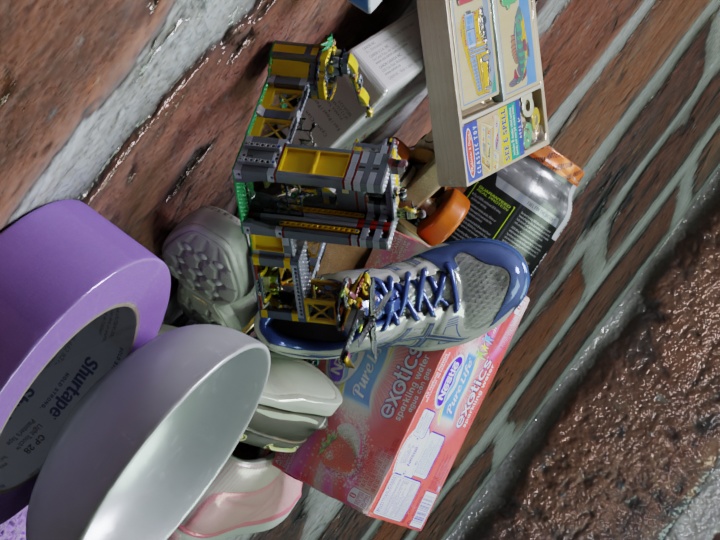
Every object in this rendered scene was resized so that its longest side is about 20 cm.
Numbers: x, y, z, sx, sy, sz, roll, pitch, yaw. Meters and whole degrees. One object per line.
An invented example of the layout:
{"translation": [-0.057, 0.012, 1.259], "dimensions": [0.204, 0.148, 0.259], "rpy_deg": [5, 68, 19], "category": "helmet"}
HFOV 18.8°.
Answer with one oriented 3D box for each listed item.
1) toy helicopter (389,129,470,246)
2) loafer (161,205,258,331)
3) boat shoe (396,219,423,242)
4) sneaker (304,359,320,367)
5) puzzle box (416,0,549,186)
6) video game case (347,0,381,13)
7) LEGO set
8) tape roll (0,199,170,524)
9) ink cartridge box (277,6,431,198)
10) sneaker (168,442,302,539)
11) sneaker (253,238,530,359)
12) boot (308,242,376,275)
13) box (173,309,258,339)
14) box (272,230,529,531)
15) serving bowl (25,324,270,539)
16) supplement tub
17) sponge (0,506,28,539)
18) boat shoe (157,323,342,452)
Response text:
{"translation": [0.046, -0.091, 1.707], "dimensions": [0.132, 0.079, 0.200], "rpy_deg": [-53, -168, -11], "category": "toy helicopter"}
{"translation": [-0.093, -0.010, 1.498], "dimensions": [0.070, 0.070, 0.200], "rpy_deg": [-56, 175, -15], "category": "loafer"}
{"translation": [0.025, -0.006, 1.818], "dimensions": [0.065, 0.073, 0.200], "rpy_deg": [-53, -177, -5], "category": "boat shoe"}
{"translation": [-0.037, 0.045, 1.763], "dimensions": [0.200, 0.091, 0.078], "rpy_deg": [-57, 169, 8], "category": "sneaker"}
{"translation": [0.086, -0.171, 1.546], "dimensions": [0.133, 0.025, 0.201], "rpy_deg": [-29, 116, -53], "category": "puzzle box"}
{"translation": [0.045, -0.281, 1.350], "dimensions": [0.181, 0.045, 0.200], "rpy_deg": [-51, 166, -19], "category": "video game case"}
{"translation": [-0.006, -0.049, 1.425], "dimensions": [0.154, 0.115, 0.201], "rpy_deg": [-69, 161, -49], "category": "LEGO set"}
{"translation": [-0.199, 0.058, 1.286], "dimensions": [0.200, 0.066, 0.200], "rpy_deg": [-51, 167, -16], "category": "tape roll"}
{"translation": [0.005, -0.126, 1.595], "dimensions": [0.176, 0.045, 0.200], "rpy_deg": [-44, 176, 39], "category": "ink cartridge box"}
{"translation": [-0.081, 0.146, 1.686], "dimensions": [0.105, 0.075, 0.200], "rpy_deg": [-55, 165, 21], "category": "sneaker"}
{"translation": [0.021, 0.028, 1.531], "dimensions": [0.199, 0.076, 0.088], "rpy_deg": [-15, -179, 10], "category": "sneaker"}
{"translation": [0.000, 0.000, 1.661], "dimensions": [0.075, 0.074, 0.200], "rpy_deg": [-37, 149, 12], "category": "boot"}
{"translation": [-0.153, 0.116, 1.630], "dimensions": [0.200, 0.049, 0.160], "rpy_deg": [-44, 165, -39], "category": "box"}
{"translation": [0.031, 0.083, 1.633], "dimensions": [0.103, 0.094, 0.201], "rpy_deg": [26, 89, -62], "category": "box"}
{"translation": [-0.141, 0.110, 1.333], "dimensions": [0.200, 0.066, 0.200], "rpy_deg": [-51, 166, -18], "category": "serving bowl"}
{"translation": [0.115, -0.036, 2.027], "dimensions": [0.200, 0.122, 0.123], "rpy_deg": [-55, 167, 4], "category": "supplement tub"}
{"translation": [-0.257, 0.181, 1.463], "dimensions": [0.200, 0.030, 0.112], "rpy_deg": [-56, 167, 5], "category": "sponge"}
{"translation": [-0.104, 0.087, 1.530], "dimensions": [0.201, 0.072, 0.060], "rpy_deg": [16, 118, -40], "category": "boat shoe"}
